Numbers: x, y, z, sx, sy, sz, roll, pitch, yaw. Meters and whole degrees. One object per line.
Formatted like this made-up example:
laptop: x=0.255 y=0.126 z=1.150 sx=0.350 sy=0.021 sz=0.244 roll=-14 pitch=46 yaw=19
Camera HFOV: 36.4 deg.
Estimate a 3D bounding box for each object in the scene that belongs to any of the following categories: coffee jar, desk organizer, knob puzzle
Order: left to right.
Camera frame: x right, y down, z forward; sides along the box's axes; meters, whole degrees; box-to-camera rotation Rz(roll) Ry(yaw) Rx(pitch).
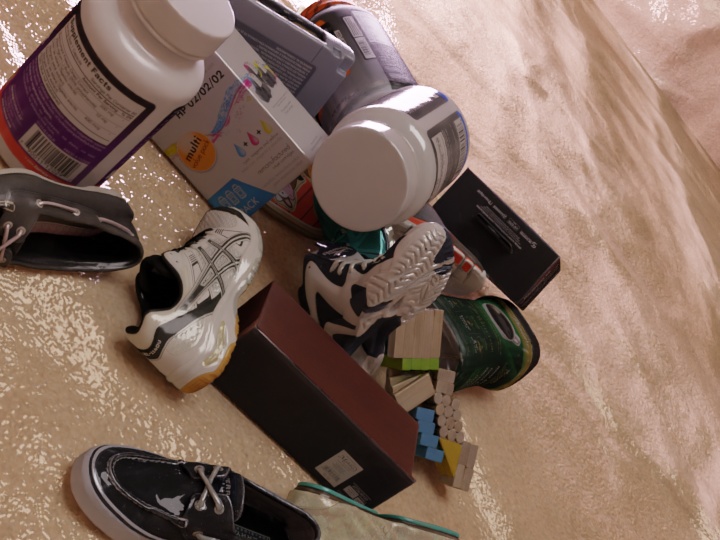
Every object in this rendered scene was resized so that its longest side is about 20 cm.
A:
knob puzzle: x=-0.068 y=-0.116 z=1.182 sx=0.219 sy=0.030 sz=0.222 roll=38 pitch=34 yaw=-31
desk organizer: x=-0.038 y=0.112 z=0.952 sx=0.200 sy=0.071 sz=0.077 roll=46 pitch=28 yaw=-17
coffee jar: x=0.117 y=0.080 z=1.202 sx=0.199 sy=0.085 sz=0.105 roll=5 pitch=48 yaw=-54

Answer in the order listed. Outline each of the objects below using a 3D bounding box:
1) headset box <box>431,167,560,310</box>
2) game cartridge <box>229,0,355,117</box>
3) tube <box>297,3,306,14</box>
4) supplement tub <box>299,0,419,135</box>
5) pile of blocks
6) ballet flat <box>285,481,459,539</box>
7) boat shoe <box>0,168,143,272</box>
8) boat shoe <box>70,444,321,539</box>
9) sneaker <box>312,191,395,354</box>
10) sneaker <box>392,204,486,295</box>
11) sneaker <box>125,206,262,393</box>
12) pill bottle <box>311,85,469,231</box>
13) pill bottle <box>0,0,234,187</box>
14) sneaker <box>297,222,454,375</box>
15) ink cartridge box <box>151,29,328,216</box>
headset box: x=0.161 y=-0.033 z=1.296 sx=0.149 sy=0.077 sz=0.200 roll=45 pitch=3 yaw=11
game cartridge: x=-0.121 y=-0.213 z=1.090 sx=0.198 sy=0.134 sz=0.041 roll=27 pitch=30 yaw=-27
tube: x=-0.010 y=-0.259 z=1.407 sx=0.199 sy=0.052 sz=0.058 roll=39 pitch=-7 yaw=-19
supplement tub: x=-0.007 y=-0.221 z=1.268 sx=0.122 sy=0.123 sz=0.202 roll=24 pitch=30 yaw=-43
pile of blocks: x=0.053 y=0.126 z=1.075 sx=0.081 sy=0.062 sz=0.204 roll=-24 pitch=105 yaw=-32
ballet flat: x=0.008 y=0.232 z=0.925 sx=0.198 sy=0.067 sz=0.063 roll=27 pitch=67 yaw=-36
boat shoe: x=-0.233 y=-0.030 z=0.804 sx=0.057 sy=0.067 sz=0.199 roll=53 pitch=24 yaw=18
boat shoe: x=-0.111 y=0.168 z=0.784 sx=0.199 sy=0.067 sz=0.073 roll=35 pitch=34 yaw=-32
sneaker: x=-0.005 y=-0.002 z=1.111 sx=0.079 sy=0.077 sz=0.203 roll=-7 pitch=72 yaw=-45
sneaker: x=0.064 y=-0.053 z=1.200 sx=0.199 sy=0.077 sz=0.083 roll=37 pitch=49 yaw=-17
sneaker: x=-0.138 y=0.001 z=0.907 sx=0.087 sy=0.075 sz=0.202 roll=39 pitch=32 yaw=-26
pill bottle: x=0.031 y=-0.109 z=1.064 sx=0.115 sy=0.113 sz=0.200 roll=54 pitch=26 yaw=-2
pill bottle: x=-0.192 y=-0.154 z=0.856 sx=0.111 sy=0.199 sz=0.113 roll=37 pitch=33 yaw=-29
sneaker: x=0.000 y=0.000 z=1.008 sx=0.078 sy=0.200 sz=0.131 roll=-4 pitch=50 yaw=-35
ink cartridge box: x=-0.139 y=-0.155 z=1.026 sx=0.200 sy=0.115 sz=0.068 roll=48 pitch=29 yaw=-12
